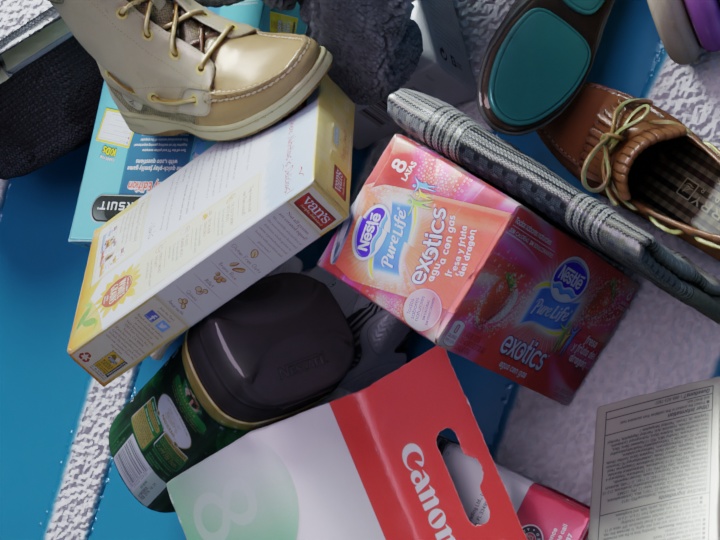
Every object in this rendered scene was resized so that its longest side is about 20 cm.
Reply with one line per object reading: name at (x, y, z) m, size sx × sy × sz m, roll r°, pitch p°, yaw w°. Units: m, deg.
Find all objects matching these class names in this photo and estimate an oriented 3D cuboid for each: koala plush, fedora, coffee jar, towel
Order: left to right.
fedora at (-0.233, -0.133, 1.421) m, size 0.200 × 0.201 × 0.092 m, roll -32°, pitch 97°, yaw 16°
coffee jar at (-0.085, 0.079, 1.231) m, size 0.085 × 0.104 × 0.200 m, roll 61°, pitch 144°, yaw 14°
koala plush at (0.010, -0.249, 1.227) m, size 0.177 × 0.184 × 0.200 m, roll 34°, pitch 54°, yaw 3°
towel at (0.129, -0.041, 1.155) m, size 0.192 × 0.200 × 0.035 m, roll 33°, pitch 93°, yaw 28°

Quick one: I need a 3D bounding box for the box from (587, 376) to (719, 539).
box at (0.186, 0.171, 1.089) m, size 0.095 × 0.078 × 0.200 m, roll -16°, pitch 50°, yaw 35°

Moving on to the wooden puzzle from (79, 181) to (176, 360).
wooden puzzle at (-0.107, -0.058, 1.365) m, size 0.200 × 0.037 × 0.185 m, roll -44°, pitch 48°, yaw 16°

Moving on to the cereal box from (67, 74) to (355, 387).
cereal box at (-0.091, -0.028, 1.183) m, size 0.200 × 0.040 × 0.144 m, roll -33°, pitch 27°, yaw 21°

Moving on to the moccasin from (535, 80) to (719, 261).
moccasin at (0.183, -0.064, 1.201) m, size 0.074 × 0.078 × 0.201 m, roll -48°, pitch 56°, yaw 5°

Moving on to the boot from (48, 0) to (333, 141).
boot at (-0.122, -0.162, 1.201) m, size 0.200 × 0.156 × 0.073 m, roll 4°, pitch 47°, yaw 49°

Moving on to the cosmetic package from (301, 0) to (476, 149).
cosmetic package at (0.004, -0.199, 1.342) m, size 0.101 × 0.071 × 0.200 m, roll -22°, pitch 66°, yaw 22°

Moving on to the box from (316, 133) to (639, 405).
box at (0.077, 0.003, 1.167) m, size 0.103 × 0.200 × 0.095 m, roll 33°, pitch 93°, yaw 32°

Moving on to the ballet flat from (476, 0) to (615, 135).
ballet flat at (0.126, -0.161, 1.251) m, size 0.200 × 0.067 × 0.064 m, roll -59°, pitch 15°, yaw -23°

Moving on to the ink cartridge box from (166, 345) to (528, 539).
ink cartridge box at (-0.008, 0.158, 1.142) m, size 0.200 × 0.050 × 0.161 m, roll -33°, pitch 70°, yaw 28°

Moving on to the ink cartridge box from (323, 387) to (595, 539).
ink cartridge box at (0.047, 0.182, 1.195) m, size 0.200 × 0.084 × 0.145 m, roll 24°, pitch 87°, yaw 31°

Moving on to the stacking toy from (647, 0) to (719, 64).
stacking toy at (0.280, -0.201, 1.201) m, size 0.200 × 0.085 × 0.085 m, roll -18°, pitch 67°, yaw 14°

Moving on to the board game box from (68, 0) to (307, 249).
board game box at (-0.119, -0.108, 1.328) m, size 0.151 × 0.047 × 0.200 m, roll 4°, pitch 79°, yaw 41°

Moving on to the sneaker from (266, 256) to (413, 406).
sneaker at (0.000, 0.000, 1.281) m, size 0.115 × 0.075 × 0.200 m, roll 33°, pitch 94°, yaw 29°
